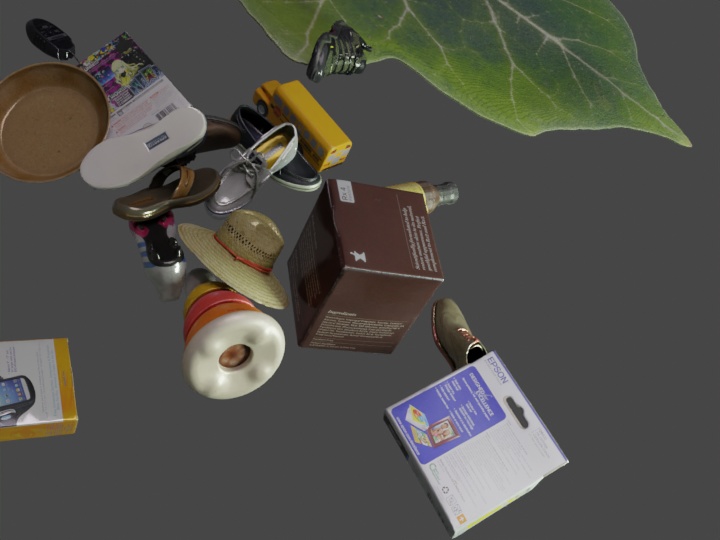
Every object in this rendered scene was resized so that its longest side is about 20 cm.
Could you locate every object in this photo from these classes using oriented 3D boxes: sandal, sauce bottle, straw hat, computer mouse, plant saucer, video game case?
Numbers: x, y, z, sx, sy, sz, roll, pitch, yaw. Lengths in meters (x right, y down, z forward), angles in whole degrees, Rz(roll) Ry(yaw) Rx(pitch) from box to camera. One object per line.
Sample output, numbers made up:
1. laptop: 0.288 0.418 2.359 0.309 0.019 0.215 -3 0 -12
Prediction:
1. sandal: -0.284 -0.126 1.306 0.079 0.055 0.199 19 30 33
2. sauce bottle: 0.091 -0.124 1.557 0.197 0.065 0.065 -13 60 -34
3. straw hat: -0.163 -0.041 1.278 0.199 0.086 0.201 35 11 -8
4. computer mouse: -0.480 -0.347 1.466 0.199 0.034 0.059 42 29 2
5. plant saucer: -0.469 -0.216 1.315 0.195 0.036 0.205 0 70 -1
6. video game case: -0.390 -0.253 1.369 0.199 0.036 0.181 -40 75 -15

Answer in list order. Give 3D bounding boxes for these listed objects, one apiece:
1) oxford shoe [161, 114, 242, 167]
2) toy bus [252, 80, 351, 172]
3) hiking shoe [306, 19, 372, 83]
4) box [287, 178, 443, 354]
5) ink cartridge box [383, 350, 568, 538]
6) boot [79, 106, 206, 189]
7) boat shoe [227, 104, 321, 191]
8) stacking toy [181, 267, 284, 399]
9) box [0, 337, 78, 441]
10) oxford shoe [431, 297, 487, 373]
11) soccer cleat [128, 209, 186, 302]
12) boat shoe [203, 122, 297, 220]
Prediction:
1. oxford shoe: -0.283 -0.199 1.422 0.196 0.073 0.086 -10 60 -19
2. toy bus: -0.106 -0.265 1.558 0.064 0.079 0.201 -26 68 -40
3. hiking shoe: -0.037 -0.422 1.725 0.099 0.076 0.201 28 45 0
4. box: 0.000 0.000 1.314 0.161 0.201 0.169 7 51 -23
5. ink cartridge box: 0.163 0.246 1.268 0.197 0.047 0.200 -23 64 -19
6. boot: -0.316 -0.172 1.309 0.197 0.090 0.074 -26 88 -9
7. boat shoe: -0.147 -0.209 1.504 0.199 0.063 0.075 39 44 5
8. stacking toy: -0.199 0.065 1.229 0.143 0.148 0.201 -1 37 -28
9. box: -0.452 0.147 1.068 0.196 0.042 0.121 -2 55 -26
10. oxford shoe: 0.169 0.119 1.392 0.069 0.075 0.203 -1 55 -28
11. soccer cleat: -0.298 -0.029 1.280 0.068 0.088 0.201 -6 33 -19
12. boat shoe: -0.171 -0.166 1.402 0.075 0.086 0.202 44 68 7
